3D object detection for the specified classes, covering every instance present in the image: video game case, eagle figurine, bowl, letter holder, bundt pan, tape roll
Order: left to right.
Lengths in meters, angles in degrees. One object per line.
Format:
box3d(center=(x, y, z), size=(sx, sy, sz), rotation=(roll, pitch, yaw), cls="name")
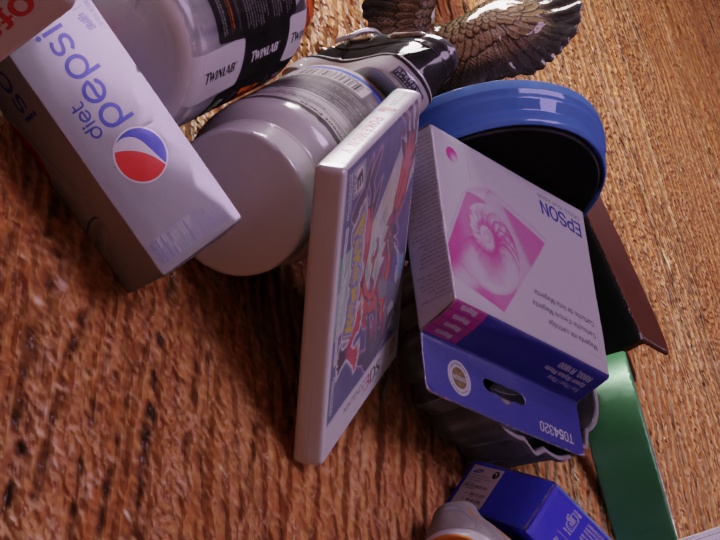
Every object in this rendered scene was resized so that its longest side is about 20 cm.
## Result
box3d(center=(0.000, 0.000, 1.194), size=(0.182, 0.023, 0.201), rotation=(-51, 148, -64), cls="video game case")
box3d(center=(0.062, -0.207, 1.517), size=(0.151, 0.200, 0.151), rotation=(19, 43, -48), cls="eagle figurine")
box3d(center=(0.094, 0.059, 1.387), size=(0.202, 0.076, 0.203), rotation=(33, 45, -40), cls="bundt pan")
box3d(center=(0.097, -0.069, 1.421), size=(0.200, 0.200, 0.040), rotation=(31, 36, -48), cls="bowl")
box3d(center=(0.203, 0.012, 1.674), size=(0.142, 0.100, 0.201), rotation=(23, 41, -58), cls="letter holder")
box3d(center=(0.221, 0.168, 1.492), size=(0.200, 0.048, 0.201), rotation=(-15, 90, -82), cls="tape roll")

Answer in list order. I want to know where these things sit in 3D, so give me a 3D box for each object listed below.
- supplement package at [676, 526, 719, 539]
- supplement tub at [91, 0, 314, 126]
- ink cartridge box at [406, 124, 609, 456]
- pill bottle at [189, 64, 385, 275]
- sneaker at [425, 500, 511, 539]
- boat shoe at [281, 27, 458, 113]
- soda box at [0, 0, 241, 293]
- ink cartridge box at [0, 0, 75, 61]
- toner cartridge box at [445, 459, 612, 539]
box3d(center=(0.173, 0.257, 1.083), size=(0.199, 0.191, 0.148), rotation=(-11, 66, -30), cls="supplement package")
box3d(center=(-0.113, -0.163, 1.181), size=(0.123, 0.122, 0.200), rotation=(57, 31, -3), cls="supplement tub")
box3d(center=(0.109, 0.016, 1.332), size=(0.196, 0.043, 0.201), rotation=(25, 48, -45), cls="ink cartridge box")
box3d(center=(-0.050, -0.068, 1.228), size=(0.114, 0.114, 0.200), rotation=(56, 23, -4), cls="pill bottle")
box3d(center=(0.114, 0.234, 1.245), size=(0.200, 0.076, 0.092), rotation=(53, 18, -15), cls="sneaker")
box3d(center=(0.007, -0.148, 1.373), size=(0.074, 0.068, 0.199), rotation=(53, -20, -13), cls="boat shoe")
box3d(center=(-0.159, -0.088, 1.063), size=(0.063, 0.068, 0.200), rotation=(-38, 98, -26), cls="soda box")
box3d(center=(-0.259, -0.196, 0.915), size=(0.200, 0.146, 0.146), rotation=(42, 27, -36), cls="ink cartridge box")
box3d(center=(0.157, 0.218, 1.321), size=(0.200, 0.043, 0.095), rotation=(46, -19, -29), cls="toner cartridge box")
